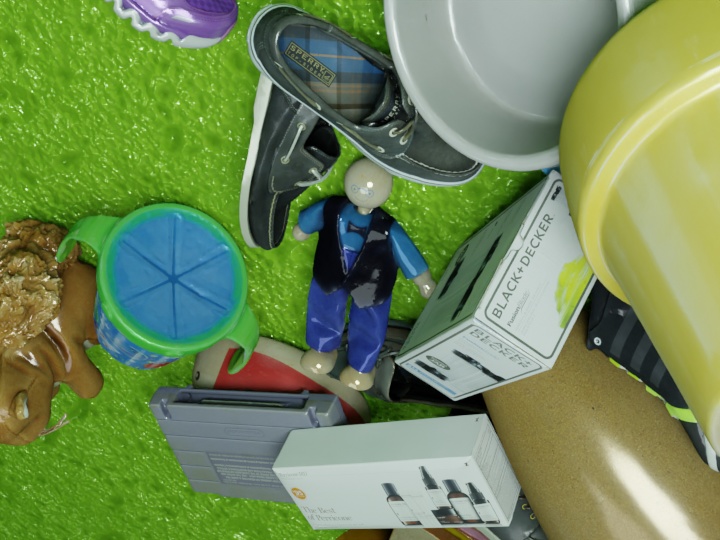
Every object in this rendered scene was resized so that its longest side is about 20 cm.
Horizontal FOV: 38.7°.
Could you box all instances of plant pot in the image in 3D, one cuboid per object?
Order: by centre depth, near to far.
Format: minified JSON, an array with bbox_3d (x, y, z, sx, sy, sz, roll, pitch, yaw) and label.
[{"bbox_3d":[0.210,-0.013,0.503,0.196,0.191,0.203,-3,138,-2],"label":"plant pot"},{"bbox_3d":[0.185,0.128,0.802,0.201,0.186,0.186,49,136,-1],"label":"plant pot"}]

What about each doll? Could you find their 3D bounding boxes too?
[{"bbox_3d":[0.000,0.000,0.844,0.134,0.048,0.203,19,122,18],"label":"doll"}]

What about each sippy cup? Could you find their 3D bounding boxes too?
[{"bbox_3d":[-0.185,0.027,0.936,0.180,0.138,0.130,64,147,8],"label":"sippy cup"}]

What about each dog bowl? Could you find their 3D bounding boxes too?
[{"bbox_3d":[0.095,-0.152,0.606,0.198,0.058,0.204,24,126,36],"label":"dog bowl"}]

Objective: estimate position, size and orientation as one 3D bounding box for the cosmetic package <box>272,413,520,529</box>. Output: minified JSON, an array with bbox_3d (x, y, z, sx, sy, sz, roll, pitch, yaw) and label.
[{"bbox_3d":[0.028,0.173,0.861,0.197,0.051,0.083,-11,121,34],"label":"cosmetic package"}]

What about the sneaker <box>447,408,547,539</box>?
[{"bbox_3d":[0.152,0.205,0.949,0.197,0.075,0.107,26,140,6],"label":"sneaker"}]

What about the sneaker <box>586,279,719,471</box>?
[{"bbox_3d":[0.206,0.050,0.734,0.082,0.071,0.203,-27,77,29],"label":"sneaker"}]

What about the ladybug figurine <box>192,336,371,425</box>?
[{"bbox_3d":[-0.083,0.135,1.014,0.196,0.072,0.137,17,136,14],"label":"ladybug figurine"}]

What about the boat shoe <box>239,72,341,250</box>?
[{"bbox_3d":[-0.051,-0.088,0.788,0.067,0.072,0.202,22,132,4],"label":"boat shoe"}]

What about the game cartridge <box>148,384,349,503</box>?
[{"bbox_3d":[-0.093,0.167,0.972,0.196,0.039,0.131,0,132,26],"label":"game cartridge"}]

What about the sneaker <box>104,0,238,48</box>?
[{"bbox_3d":[-0.157,-0.243,0.702,0.200,0.081,0.088,43,128,-13],"label":"sneaker"}]

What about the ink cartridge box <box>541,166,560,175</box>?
[{"bbox_3d":[0.216,-0.107,0.628,0.115,0.068,0.200,34,137,-5],"label":"ink cartridge box"}]

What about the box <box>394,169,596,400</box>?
[{"bbox_3d":[0.097,0.020,0.724,0.060,0.118,0.200,32,162,-3],"label":"box"}]

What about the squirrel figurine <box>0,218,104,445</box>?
[{"bbox_3d":[-0.324,0.061,0.991,0.139,0.188,0.203,10,134,20],"label":"squirrel figurine"}]

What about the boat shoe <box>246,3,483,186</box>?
[{"bbox_3d":[0.011,-0.112,0.699,0.198,0.069,0.057,28,-175,-23],"label":"boat shoe"}]

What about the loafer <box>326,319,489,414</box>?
[{"bbox_3d":[0.045,0.089,0.908,0.197,0.063,0.073,0,130,28],"label":"loafer"}]

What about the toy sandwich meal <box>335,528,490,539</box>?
[{"bbox_3d":[0.050,0.272,1.072,0.201,0.071,0.208,15,135,15],"label":"toy sandwich meal"}]
